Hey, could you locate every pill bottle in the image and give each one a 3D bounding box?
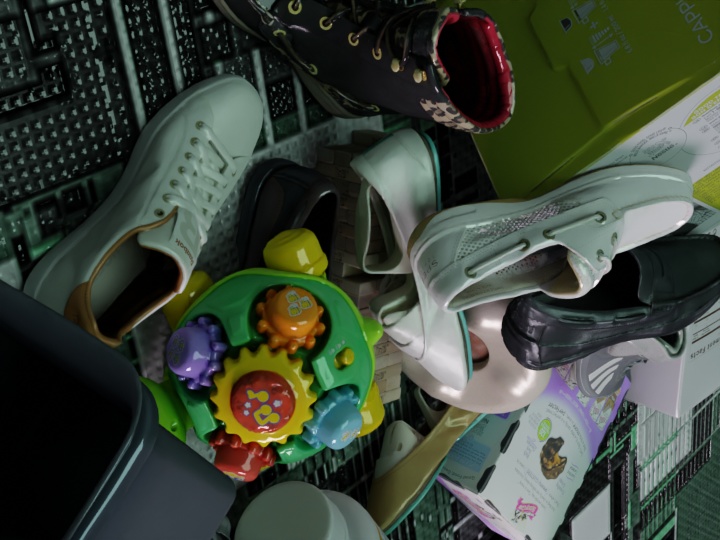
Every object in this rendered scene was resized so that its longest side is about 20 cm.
[{"bbox_3d":[-0.019,0.242,0.758,0.110,0.109,0.201,-51,138,-20],"label":"pill bottle"}]

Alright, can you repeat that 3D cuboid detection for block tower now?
[{"bbox_3d":[0.000,0.000,0.740,0.057,0.054,0.203,-11,111,-45],"label":"block tower"}]

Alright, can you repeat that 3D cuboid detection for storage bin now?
[{"bbox_3d":[-0.168,0.103,0.504,0.146,0.199,0.134,-59,146,-13],"label":"storage bin"}]

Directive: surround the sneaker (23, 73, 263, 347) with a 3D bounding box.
[{"bbox_3d":[-0.107,-0.033,0.593,0.201,0.084,0.073,-56,134,-19],"label":"sneaker"}]

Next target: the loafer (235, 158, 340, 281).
[{"bbox_3d":[-0.053,0.027,0.686,0.071,0.063,0.203,-7,109,-45],"label":"loafer"}]

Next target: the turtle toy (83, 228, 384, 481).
[{"bbox_3d":[-0.078,0.072,0.622,0.198,0.101,0.147,-21,106,6],"label":"turtle toy"}]

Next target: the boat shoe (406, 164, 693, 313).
[{"bbox_3d":[0.132,-0.012,0.641,0.198,0.070,0.071,-15,145,-9],"label":"boat shoe"}]

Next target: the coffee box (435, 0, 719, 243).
[{"bbox_3d":[0.199,-0.144,0.736,0.199,0.201,0.197,-35,147,27],"label":"coffee box"}]

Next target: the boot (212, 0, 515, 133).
[{"bbox_3d":[-0.001,-0.154,0.610,0.074,0.150,0.200,-58,137,-14],"label":"boot"}]

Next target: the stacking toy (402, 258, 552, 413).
[{"bbox_3d":[0.117,0.005,0.831,0.201,0.145,0.147,-55,138,-39],"label":"stacking toy"}]

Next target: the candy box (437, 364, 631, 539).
[{"bbox_3d":[0.166,0.148,0.958,0.201,0.071,0.168,-58,137,-15],"label":"candy box"}]

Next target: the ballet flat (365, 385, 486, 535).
[{"bbox_3d":[0.057,0.137,0.852,0.063,0.069,0.200,46,65,-2],"label":"ballet flat"}]

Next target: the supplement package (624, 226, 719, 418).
[{"bbox_3d":[0.316,0.027,1.036,0.119,0.121,0.202,-19,118,-41],"label":"supplement package"}]

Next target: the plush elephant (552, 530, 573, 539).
[{"bbox_3d":[0.213,0.345,1.011,0.155,0.164,0.201,44,45,-19],"label":"plush elephant"}]

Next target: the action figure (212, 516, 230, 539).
[{"bbox_3d":[-0.146,0.231,0.660,0.200,0.069,0.131,-53,130,-40],"label":"action figure"}]

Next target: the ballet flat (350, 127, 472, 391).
[{"bbox_3d":[0.030,0.001,0.695,0.069,0.069,0.202,-30,120,-36],"label":"ballet flat"}]

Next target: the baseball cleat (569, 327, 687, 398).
[{"bbox_3d":[0.223,0.068,0.839,0.200,0.105,0.070,45,61,-57],"label":"baseball cleat"}]

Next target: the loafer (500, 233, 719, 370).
[{"bbox_3d":[0.192,0.012,0.709,0.199,0.068,0.071,-18,144,-21],"label":"loafer"}]
